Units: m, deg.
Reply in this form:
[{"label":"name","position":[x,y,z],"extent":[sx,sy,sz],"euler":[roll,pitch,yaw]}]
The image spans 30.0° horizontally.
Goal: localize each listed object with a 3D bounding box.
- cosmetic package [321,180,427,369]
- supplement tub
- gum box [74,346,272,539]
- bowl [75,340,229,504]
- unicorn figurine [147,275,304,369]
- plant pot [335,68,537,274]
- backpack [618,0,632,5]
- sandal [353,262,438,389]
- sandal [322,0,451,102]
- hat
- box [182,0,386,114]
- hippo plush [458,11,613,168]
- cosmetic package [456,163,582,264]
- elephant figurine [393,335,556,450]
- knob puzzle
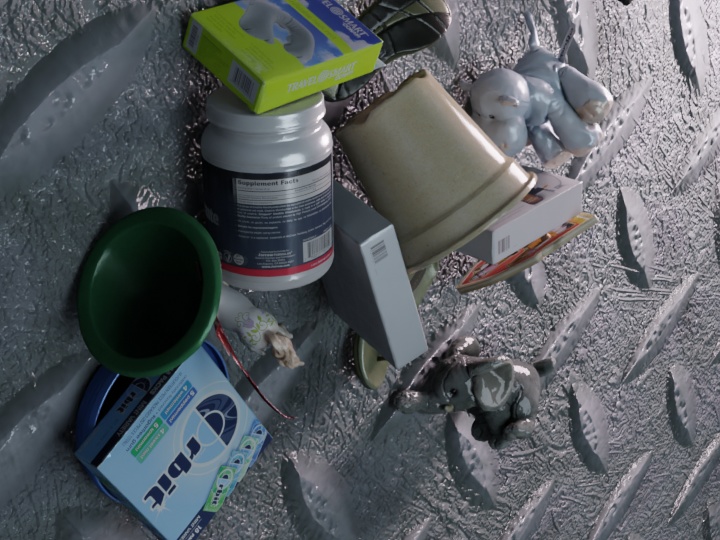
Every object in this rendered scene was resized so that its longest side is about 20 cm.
[{"label":"cosmetic package","position":[0.000,0.000,1.584],"extent":[0.052,0.151,0.200],"euler":[-33,133,-19]},{"label":"supplement tub","position":[-0.099,-0.091,1.441],"extent":[0.140,0.140,0.200],"euler":[-26,126,-42]},{"label":"gum box","position":[-0.199,0.192,1.469],"extent":[0.170,0.045,0.200],"euler":[-53,139,-20]},{"label":"bowl","position":[-0.230,0.160,1.485],"extent":[0.201,0.039,0.201],"euler":[-26,126,-42]},{"label":"unicorn figurine","position":[-0.154,0.042,1.462],"extent":[0.137,0.200,0.074],"euler":[44,64,-79]},{"label":"plant pot","position":[0.074,-0.126,1.581],"extent":[0.200,0.200,0.184],"euler":[-41,99,-31]},{"label":"backpack","position":[0.392,-0.498,1.865],"extent":[0.200,0.154,0.163],"euler":[-37,135,-5]},{"label":"sandal","position":[0.052,0.062,1.756],"extent":[0.080,0.057,0.201],"euler":[39,76,-51]},{"label":"sandal","position":[0.017,-0.270,1.569],"extent":[0.201,0.057,0.080],"euler":[-35,102,-14]},{"label":"hat","position":[-0.179,0.053,1.402],"extent":[0.176,0.165,0.200],"euler":[33,51,-63]},{"label":"box","position":[-0.072,-0.240,1.415],"extent":[0.200,0.122,0.048],"euler":[-27,151,-41]},{"label":"hippo plush","position":[0.227,-0.219,1.764],"extent":[0.161,0.159,0.200],"euler":[-21,123,-45]},{"label":"cosmetic package","position":[0.175,-0.084,1.773],"extent":[0.200,0.151,0.052],"euler":[-28,125,-41]},{"label":"elephant figurine","position":[0.164,0.161,1.910],"extent":[0.200,0.141,0.155],"euler":[40,46,-36]},{"label":"knob puzzle","position":[0.214,-0.033,1.851],"extent":[0.220,0.220,0.030],"euler":[-39,101,-33]}]
